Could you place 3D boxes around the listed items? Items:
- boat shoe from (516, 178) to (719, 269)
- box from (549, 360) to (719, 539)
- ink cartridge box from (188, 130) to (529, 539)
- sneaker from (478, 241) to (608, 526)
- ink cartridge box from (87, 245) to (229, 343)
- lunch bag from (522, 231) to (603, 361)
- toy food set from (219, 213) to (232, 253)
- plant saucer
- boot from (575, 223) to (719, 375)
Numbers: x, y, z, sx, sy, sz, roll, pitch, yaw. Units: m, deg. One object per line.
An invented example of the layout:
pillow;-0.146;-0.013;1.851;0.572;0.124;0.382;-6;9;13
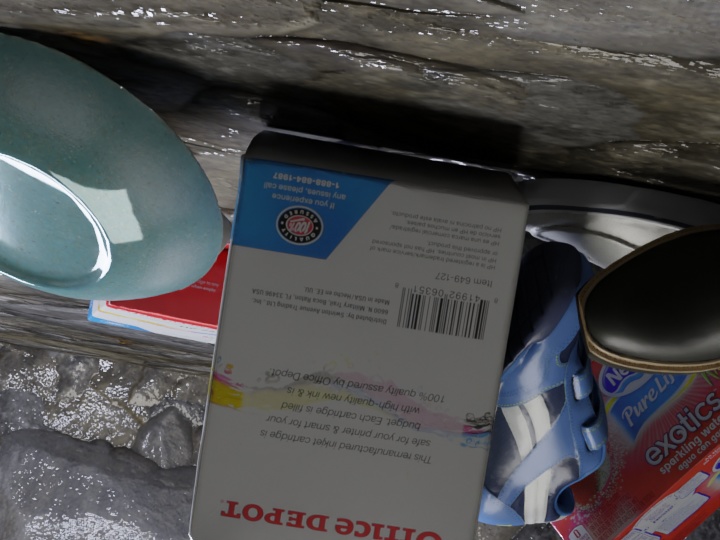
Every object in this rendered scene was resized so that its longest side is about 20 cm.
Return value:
boat shoe;0.176;-0.001;1.192;0.199;0.070;0.071;13;172;-5
box;0.195;0.084;1.302;0.096;0.200;0.100;52;-166;26
ink cartridge box;-0.003;0.042;1.136;0.147;0.201;0.145;10;-171;-2
sneaker;0.104;0.067;1.214;0.082;0.074;0.200;11;130;-6
ink cartridge box;-0.151;0.012;1.750;0.116;0.067;0.200;11;172;-11
lunch bag;0.057;0.025;1.348;0.199;0.140;0.168;13;155;-29
toy food set;-0.170;-0.057;1.207;0.143;0.061;0.200;42;157;-24
plant saucer;-0.169;-0.039;1.111;0.200;0.039;0.201;17;145;13
boot;0.216;-0.002;1.089;0.199;0.078;0.138;-13;171;-8
